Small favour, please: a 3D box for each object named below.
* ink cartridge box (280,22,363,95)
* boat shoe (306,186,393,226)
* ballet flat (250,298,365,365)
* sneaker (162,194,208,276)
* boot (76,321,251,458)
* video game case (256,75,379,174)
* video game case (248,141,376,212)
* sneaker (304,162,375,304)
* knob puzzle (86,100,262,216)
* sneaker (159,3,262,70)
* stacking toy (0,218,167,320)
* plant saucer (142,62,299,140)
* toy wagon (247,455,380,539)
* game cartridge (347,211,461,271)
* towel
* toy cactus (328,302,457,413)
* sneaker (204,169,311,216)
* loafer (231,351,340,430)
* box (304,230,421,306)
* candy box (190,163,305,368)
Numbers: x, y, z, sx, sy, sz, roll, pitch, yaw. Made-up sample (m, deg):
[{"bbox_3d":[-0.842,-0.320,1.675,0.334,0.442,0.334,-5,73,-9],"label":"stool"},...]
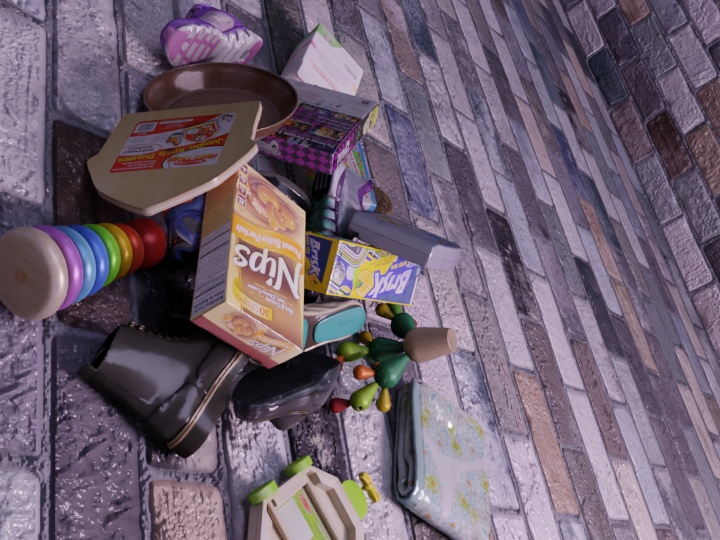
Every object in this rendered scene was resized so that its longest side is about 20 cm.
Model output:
[{"bbox_3d":[-0.068,-0.312,1.349,0.117,0.067,0.201,44,33,-22],"label":"ink cartridge box"},{"bbox_3d":[-0.045,-0.079,1.176,0.198,0.068,0.072,-4,55,-36],"label":"boat shoe"},{"bbox_3d":[-0.078,0.069,1.007,0.199,0.069,0.070,-9,70,-48],"label":"ballet flat"},{"bbox_3d":[-0.156,-0.006,0.944,0.200,0.075,0.079,37,38,-40],"label":"sneaker"},{"bbox_3d":[-0.189,0.074,0.842,0.138,0.077,0.201,40,34,-18],"label":"boot"},{"bbox_3d":[-0.095,-0.210,1.123,0.198,0.036,0.182,17,37,13],"label":"video game case"},{"bbox_3d":[-0.081,-0.154,1.159,0.198,0.018,0.144,8,47,-24],"label":"video game case"},{"bbox_3d":[-0.029,-0.043,1.089,0.087,0.074,0.202,18,82,-29],"label":"sneaker"},{"bbox_3d":[-0.207,-0.117,0.897,0.221,0.217,0.031,-79,163,-48],"label":"knob puzzle"},{"bbox_3d":[-0.225,-0.336,1.151,0.089,0.080,0.200,53,26,5],"label":"sneaker"},{"bbox_3d":[-0.262,-0.013,0.811,0.086,0.085,0.200,59,27,3],"label":"stacking toy"},{"bbox_3d":[-0.179,-0.212,1.053,0.198,0.037,0.201,5,37,-4],"label":"plant saucer"},{"bbox_3d":[-0.042,0.284,0.892,0.156,0.039,0.200,61,30,4],"label":"toy wagon"},{"bbox_3d":[0.068,-0.039,1.092,0.132,0.042,0.200,19,7,13],"label":"game cartridge"},{"bbox_3d":[0.117,0.266,1.124,0.171,0.048,0.201,39,36,-27],"label":"towel"},{"bbox_3d":[0.048,0.111,1.062,0.103,0.163,0.200,67,30,-19],"label":"toy cactus"},{"bbox_3d":[-0.150,-0.077,1.020,0.198,0.076,0.115,21,49,-36],"label":"sneaker"},{"bbox_3d":[-0.080,0.145,0.904,0.200,0.072,0.073,-8,112,-65],"label":"loafer"},{"bbox_3d":[0.000,0.000,1.047,0.199,0.064,0.071,10,95,-55],"label":"box"},{"bbox_3d":[-0.116,-0.010,0.876,0.115,0.055,0.202,38,36,-38],"label":"candy box"}]
